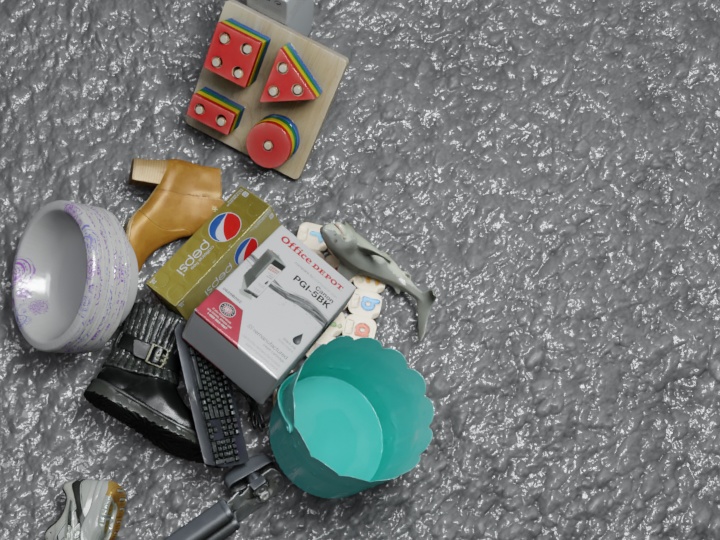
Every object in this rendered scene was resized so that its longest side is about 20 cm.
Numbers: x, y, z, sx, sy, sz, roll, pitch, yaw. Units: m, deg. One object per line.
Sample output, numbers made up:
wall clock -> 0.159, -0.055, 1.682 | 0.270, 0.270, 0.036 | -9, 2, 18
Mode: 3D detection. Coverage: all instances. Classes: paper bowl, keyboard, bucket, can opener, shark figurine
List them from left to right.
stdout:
paper bowl -> -0.380, 0.012, 1.322 | 0.104, 0.199, 0.203 | 9, 64, -50
can opener -> -0.193, 0.324, 1.313 | 0.199, 0.054, 0.067 | -33, 47, -15
keyboard -> -0.184, 0.165, 1.331 | 0.126, 0.020, 0.202 | 0, 71, -51
bucket -> -0.019, 0.200, 1.295 | 0.205, 0.135, 0.209 | 12, 61, -22
shark figurine -> 0.013, 0.008, 1.415 | 0.214, 0.128, 0.090 | 37, 97, -13

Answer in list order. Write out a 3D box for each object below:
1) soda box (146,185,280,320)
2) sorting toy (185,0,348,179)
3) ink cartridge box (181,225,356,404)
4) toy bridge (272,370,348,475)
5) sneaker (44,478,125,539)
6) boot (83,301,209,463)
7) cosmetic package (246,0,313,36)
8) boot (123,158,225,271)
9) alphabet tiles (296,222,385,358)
soda box -> -0.206, -0.021, 1.392 | 0.067, 0.064, 0.200 | 33, 72, 29
sorting toy -> -0.147, -0.256, 1.420 | 0.197, 0.201, 0.070 | 27, 26, 2
ink cartridge box -> -0.122, 0.056, 1.329 | 0.146, 0.083, 0.200 | 39, 52, 3
toy bridge -> -0.086, 0.227, 1.360 | 0.067, 0.027, 0.201 | -27, 79, -14
sneaker -> -0.373, 0.371, 1.265 | 0.087, 0.076, 0.202 | 8, 68, 12
boot -> -0.256, 0.151, 1.337 | 0.210, 0.079, 0.159 | 34, 57, -10
cosmetic package -> -0.120, -0.397, 1.463 | 0.073, 0.200, 0.102 | 27, 69, 3
boot -> -0.270, -0.061, 1.411 | 0.142, 0.071, 0.204 | 9, 85, -20
alphabet tiles -> -0.064, 0.032, 1.432 | 0.193, 0.015, 0.202 | 13, 71, -2
